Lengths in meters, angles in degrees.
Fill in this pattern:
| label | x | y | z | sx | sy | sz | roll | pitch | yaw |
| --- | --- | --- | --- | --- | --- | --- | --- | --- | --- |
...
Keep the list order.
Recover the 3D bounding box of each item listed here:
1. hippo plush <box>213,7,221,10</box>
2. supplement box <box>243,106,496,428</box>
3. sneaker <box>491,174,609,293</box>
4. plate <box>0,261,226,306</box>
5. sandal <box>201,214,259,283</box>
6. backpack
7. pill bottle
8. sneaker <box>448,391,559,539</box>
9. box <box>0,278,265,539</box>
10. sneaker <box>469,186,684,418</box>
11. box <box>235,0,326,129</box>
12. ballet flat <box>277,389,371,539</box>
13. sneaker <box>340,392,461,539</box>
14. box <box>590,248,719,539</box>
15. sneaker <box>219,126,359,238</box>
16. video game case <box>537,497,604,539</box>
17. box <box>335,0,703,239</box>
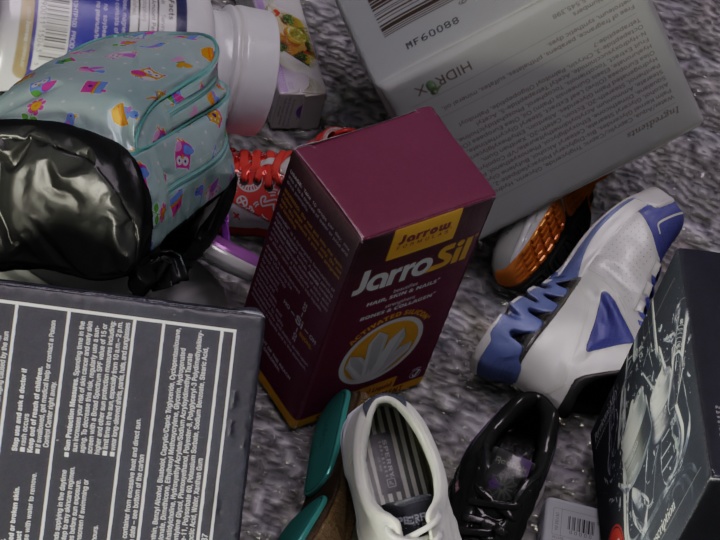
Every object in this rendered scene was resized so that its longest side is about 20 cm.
| label | x | y | z | sx | sy | sz | roll | pitch | yaw |
| --- | --- | --- | --- | --- | --- | --- | --- | --- | --- |
| hippo plush | -0.166 | -0.230 | 1.782 | 0.199 | 0.161 | 0.160 | -13 | 54 | -26 |
| supplement box | 0.000 | 0.000 | 1.603 | 0.110 | 0.200 | 0.086 | -18 | 58 | -30 |
| sneaker | 0.126 | -0.063 | 1.799 | 0.092 | 0.076 | 0.200 | 9 | 49 | 25 |
| plate | -0.203 | -0.014 | 1.619 | 0.199 | 0.032 | 0.200 | 33 | 25 | 11 |
| sandal | -0.137 | -0.056 | 1.672 | 0.202 | 0.050 | 0.082 | 33 | 6 | 29 |
| backpack | -0.155 | -0.073 | 1.540 | 0.166 | 0.127 | 0.200 | 13 | 27 | 22 |
| pill bottle | -0.163 | -0.151 | 1.692 | 0.199 | 0.120 | 0.120 | 8 | 48 | -19 |
| sneaker | 0.074 | 0.157 | 1.565 | 0.076 | 0.088 | 0.200 | 23 | 48 | 3 |
| box | -0.172 | 0.113 | 1.452 | 0.198 | 0.123 | 0.201 | 8 | 84 | -11 |
| sneaker | 0.177 | 0.042 | 1.713 | 0.115 | 0.081 | 0.199 | 40 | 57 | 14 |
| box | -0.067 | -0.193 | 1.862 | 0.039 | 0.042 | 0.200 | -1 | 49 | -19 |
| ballet flat | -0.013 | 0.163 | 1.561 | 0.072 | 0.068 | 0.200 | 35 | 42 | -12 |
| sneaker | 0.030 | 0.171 | 1.490 | 0.073 | 0.071 | 0.201 | -19 | 74 | -6 |
| box | 0.226 | 0.122 | 1.537 | 0.104 | 0.200 | 0.183 | 8 | 47 | -10 |
| sneaker | -0.052 | -0.068 | 1.711 | 0.201 | 0.108 | 0.067 | 23 | 47 | 4 |
| video game case | 0.206 | 0.245 | 1.574 | 0.199 | 0.022 | 0.183 | 15 | 47 | -5 |
| box | 0.104 | -0.170 | 1.736 | 0.199 | 0.172 | 0.199 | -27 | 41 | 4 |
